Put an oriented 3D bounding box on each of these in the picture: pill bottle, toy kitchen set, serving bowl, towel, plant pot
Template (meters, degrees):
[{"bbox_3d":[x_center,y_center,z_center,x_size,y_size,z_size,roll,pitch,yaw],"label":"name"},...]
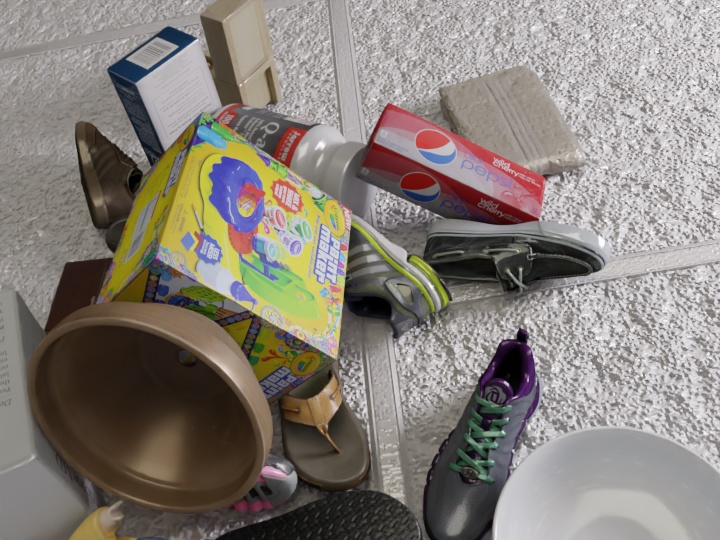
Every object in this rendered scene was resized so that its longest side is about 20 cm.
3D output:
[{"bbox_3d":[-0.085,-0.126,0.984,0.200,0.116,0.116,18,55,25],"label":"pill bottle"},{"bbox_3d":[-0.200,-0.336,1.147,0.200,0.181,0.163,23,57,23],"label":"toy kitchen set"},{"bbox_3d":[0.206,0.227,0.650,0.200,0.066,0.200,-6,49,6],"label":"serving bowl"},{"bbox_3d":[0.184,-0.181,1.031,0.132,0.035,0.200,-15,49,0],"label":"towel"},{"bbox_3d":[-0.160,0.098,0.678,0.200,0.201,0.093,2,31,14],"label":"plant pot"}]

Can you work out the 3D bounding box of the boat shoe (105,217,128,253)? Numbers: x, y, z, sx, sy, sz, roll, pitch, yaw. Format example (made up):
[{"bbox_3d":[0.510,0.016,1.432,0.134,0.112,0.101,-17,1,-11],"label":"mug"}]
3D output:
[{"bbox_3d":[-0.213,-0.059,0.982,0.200,0.073,0.075,-6,49,7],"label":"boat shoe"}]

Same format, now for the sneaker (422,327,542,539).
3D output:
[{"bbox_3d":[0.105,0.145,0.728,0.074,0.088,0.200,14,53,23],"label":"sneaker"}]

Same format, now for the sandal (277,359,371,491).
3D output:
[{"bbox_3d":[-0.043,0.123,0.800,0.082,0.055,0.200,-13,48,1],"label":"sandal"}]

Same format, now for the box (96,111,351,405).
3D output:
[{"bbox_3d":[-0.124,-0.008,0.794,0.122,0.193,0.200,-37,34,35],"label":"box"}]

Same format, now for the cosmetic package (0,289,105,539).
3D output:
[{"bbox_3d":[-0.352,0.163,0.757,0.166,0.167,0.200,-22,49,-8],"label":"cosmetic package"}]

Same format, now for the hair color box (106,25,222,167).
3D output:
[{"bbox_3d":[-0.223,-0.184,1.007,0.060,0.200,0.100,29,61,31],"label":"hair color box"}]

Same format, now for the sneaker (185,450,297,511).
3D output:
[{"bbox_3d":[-0.147,0.165,0.782,0.200,0.079,0.095,9,41,17],"label":"sneaker"}]

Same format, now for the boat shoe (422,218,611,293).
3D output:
[{"bbox_3d":[0.161,-0.007,0.870,0.200,0.072,0.071,4,59,28],"label":"boat shoe"}]

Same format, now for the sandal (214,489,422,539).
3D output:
[{"bbox_3d":[-0.039,0.241,0.710,0.200,0.048,0.075,-15,48,16],"label":"sandal"}]

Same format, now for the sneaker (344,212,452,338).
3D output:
[{"bbox_3d":[0.000,0.000,0.889,0.200,0.074,0.081,32,66,35],"label":"sneaker"}]

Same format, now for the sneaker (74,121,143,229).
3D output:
[{"bbox_3d":[-0.329,-0.127,1.084,0.075,0.071,0.200,-9,49,-21],"label":"sneaker"}]

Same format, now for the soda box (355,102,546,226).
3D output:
[{"bbox_3d":[0.101,-0.103,0.902,0.200,0.063,0.070,23,52,-6],"label":"soda box"}]

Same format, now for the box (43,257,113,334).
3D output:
[{"bbox_3d":[-0.231,0.039,0.903,0.200,0.075,0.100,-4,49,6],"label":"box"}]

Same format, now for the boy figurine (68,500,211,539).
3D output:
[{"bbox_3d":[-0.217,0.259,0.693,0.200,0.064,0.125,-5,85,21],"label":"boy figurine"}]
